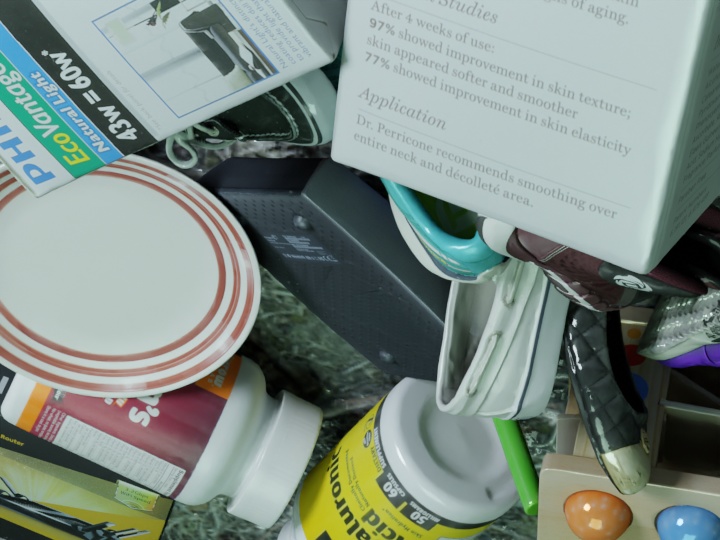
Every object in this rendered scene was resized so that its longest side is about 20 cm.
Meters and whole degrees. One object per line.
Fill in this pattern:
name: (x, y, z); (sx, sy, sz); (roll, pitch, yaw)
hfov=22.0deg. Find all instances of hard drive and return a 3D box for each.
hard drive: (0.000, 0.000, 1.129); (0.135, 0.042, 0.200); (5, 148, 52)

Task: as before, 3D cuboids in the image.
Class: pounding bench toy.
pounding bench toy: (0.145, 0.119, 1.153); (0.199, 0.156, 0.125); (8, 137, 12)

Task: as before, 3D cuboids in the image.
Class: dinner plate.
dinner plate: (-0.159, 0.000, 1.138); (0.199, 0.024, 0.201); (2, 129, 2)

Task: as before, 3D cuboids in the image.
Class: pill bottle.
pill bottle: (0.021, 0.160, 1.273); (0.111, 0.112, 0.200); (29, 137, -11)
pill bottle: (-0.133, 0.092, 1.258); (0.199, 0.110, 0.110); (26, 137, -8)

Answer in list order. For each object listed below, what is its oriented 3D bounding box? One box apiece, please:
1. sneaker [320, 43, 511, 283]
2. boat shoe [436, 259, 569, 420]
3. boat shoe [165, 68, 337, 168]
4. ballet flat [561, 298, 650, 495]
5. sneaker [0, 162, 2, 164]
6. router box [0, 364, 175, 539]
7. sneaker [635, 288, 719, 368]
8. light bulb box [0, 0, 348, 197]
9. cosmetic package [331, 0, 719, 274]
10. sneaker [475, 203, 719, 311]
sneaker: (0.025, -0.087, 0.965); (0.077, 0.080, 0.201); (-31, 83, 3)
boat shoe: (0.078, -0.012, 1.029); (0.065, 0.072, 0.201); (-1, 113, -23)
boat shoe: (-0.087, -0.098, 1.007); (0.199, 0.068, 0.074); (28, 151, 44)
ballet flat: (0.143, 0.027, 1.052); (0.056, 0.201, 0.066); (-9, 174, 13)
sneaker: (-0.185, -0.061, 1.156); (0.093, 0.071, 0.200); (21, 140, -14)
router box: (-0.235, 0.149, 1.393); (0.199, 0.052, 0.158); (21, 137, -3)
sneaker: (0.228, 0.036, 1.045); (0.099, 0.070, 0.200); (27, 171, -6)
light bulb box: (-0.098, -0.168, 0.912); (0.199, 0.199, 0.125); (-20, 123, 33)
cosmetic package: (0.104, -0.139, 0.835); (0.167, 0.166, 0.201); (22, 124, 21)
sneaker: (0.152, -0.007, 0.942); (0.115, 0.076, 0.200); (19, -176, 35)
